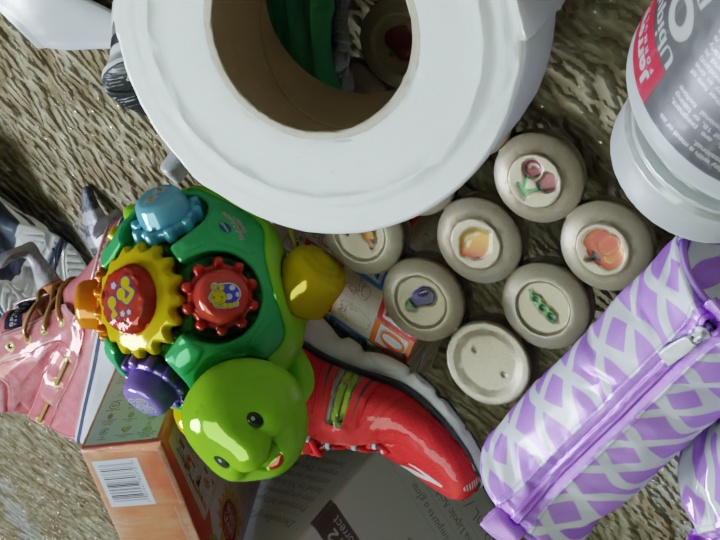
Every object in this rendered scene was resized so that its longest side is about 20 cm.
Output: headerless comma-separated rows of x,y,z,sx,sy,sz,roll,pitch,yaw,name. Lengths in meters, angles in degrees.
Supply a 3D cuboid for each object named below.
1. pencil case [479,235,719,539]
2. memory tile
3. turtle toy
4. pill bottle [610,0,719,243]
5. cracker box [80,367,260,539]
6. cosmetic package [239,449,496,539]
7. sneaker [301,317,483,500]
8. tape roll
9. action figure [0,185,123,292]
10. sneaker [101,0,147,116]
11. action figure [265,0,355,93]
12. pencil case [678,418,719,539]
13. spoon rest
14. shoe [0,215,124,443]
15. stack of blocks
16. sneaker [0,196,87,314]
0.140,0.063,0.890,0.084,0.086,0.200,36,128,-1,pencil case
0.047,-0.035,0.928,0.200,0.017,0.153,45,124,3,memory tile
-0.087,0.033,0.978,0.146,0.101,0.200,-52,59,25,turtle toy
0.171,-0.092,0.687,0.111,0.111,0.200,38,150,7,pill bottle
-0.110,0.099,1.134,0.058,0.200,0.134,-7,123,16,cracker box
-0.030,0.201,1.219,0.165,0.200,0.165,2,132,49,cosmetic package
-0.017,0.090,1.055,0.200,0.085,0.077,30,150,20,sneaker
-0.011,-0.122,0.818,0.202,0.071,0.203,8,114,18,tape roll
-0.142,0.030,1.277,0.200,0.105,0.194,-23,121,26,action figure
-0.082,-0.131,0.993,0.076,0.116,0.200,-4,165,16,sneaker
-0.043,-0.132,0.896,0.118,0.055,0.200,-1,114,31,action figure
0.235,0.093,0.863,0.084,0.086,0.200,43,150,-4,pencil case
-0.164,-0.144,1.074,0.200,0.061,0.099,45,178,6,spoon rest
-0.202,0.036,1.196,0.091,0.072,0.200,17,129,-1,shoe
0.000,0.000,1.063,0.115,0.059,0.200,35,149,11,stack of blocks
-0.297,-0.025,1.381,0.199,0.080,0.130,37,179,-36,sneaker
